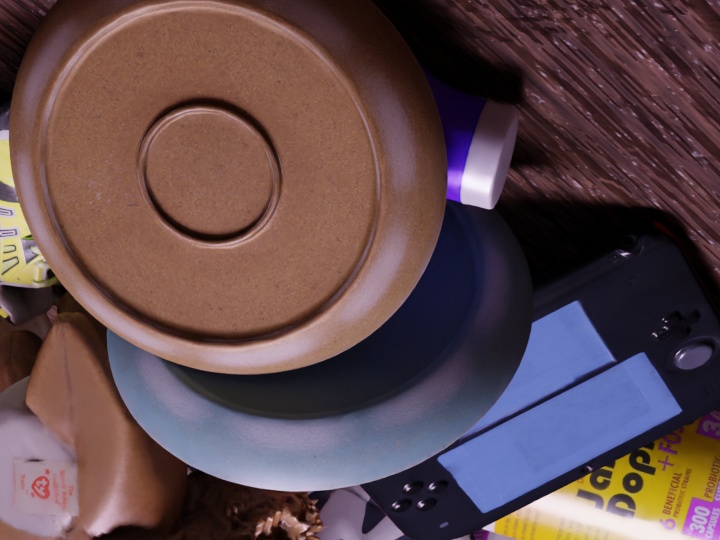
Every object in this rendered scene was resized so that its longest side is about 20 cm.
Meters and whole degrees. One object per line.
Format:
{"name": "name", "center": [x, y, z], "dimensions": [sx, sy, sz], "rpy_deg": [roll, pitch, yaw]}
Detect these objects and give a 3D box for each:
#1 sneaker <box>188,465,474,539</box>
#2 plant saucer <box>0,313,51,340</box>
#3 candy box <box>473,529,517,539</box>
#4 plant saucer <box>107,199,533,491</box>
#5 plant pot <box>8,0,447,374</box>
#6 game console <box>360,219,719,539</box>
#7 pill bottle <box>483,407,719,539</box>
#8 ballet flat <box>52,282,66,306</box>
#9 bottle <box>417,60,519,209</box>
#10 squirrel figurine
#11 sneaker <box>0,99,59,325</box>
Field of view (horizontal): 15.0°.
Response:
{"name": "sneaker", "center": [-0.029, 0.168, 1.544], "dimensions": [0.199, 0.130, 0.079], "rpy_deg": [32, 157, -35]}
{"name": "plant saucer", "center": [-0.194, 0.038, 1.575], "dimensions": [0.035, 0.200, 0.200], "rpy_deg": [-23, 161, -7]}
{"name": "candy box", "center": [0.117, 0.199, 1.634], "dimensions": [0.136, 0.200, 0.061], "rpy_deg": [25, 161, -22]}
{"name": "plant saucer", "center": [-0.021, 0.012, 1.265], "dimensions": [0.200, 0.200, 0.027], "rpy_deg": [12, 144, 18]}
{"name": "plant pot", "center": [-0.062, -0.044, 1.180], "dimensions": [0.200, 0.200, 0.027], "rpy_deg": [15, -157, 11]}
{"name": "game console", "center": [0.088, 0.061, 1.373], "dimensions": [0.200, 0.031, 0.177], "rpy_deg": [-28, 150, 7]}
{"name": "pill bottle", "center": [0.124, 0.106, 1.519], "dimensions": [0.200, 0.104, 0.104], "rpy_deg": [15, 161, 7]}
{"name": "ballet flat", "center": [-0.146, -0.013, 1.483], "dimensions": [0.069, 0.070, 0.200], "rpy_deg": [20, 164, -5]}
{"name": "bottle", "center": [-0.031, -0.075, 1.221], "dimensions": [0.200, 0.065, 0.084], "rpy_deg": [16, 162, 8]}
{"name": "squirrel figurine", "center": [-0.112, 0.103, 1.417], "dimensions": [0.200, 0.142, 0.187], "rpy_deg": [53, -157, 5]}
{"name": "sneaker", "center": [-0.159, -0.038, 1.373], "dimensions": [0.076, 0.075, 0.200], "rpy_deg": [56, 155, 9]}
